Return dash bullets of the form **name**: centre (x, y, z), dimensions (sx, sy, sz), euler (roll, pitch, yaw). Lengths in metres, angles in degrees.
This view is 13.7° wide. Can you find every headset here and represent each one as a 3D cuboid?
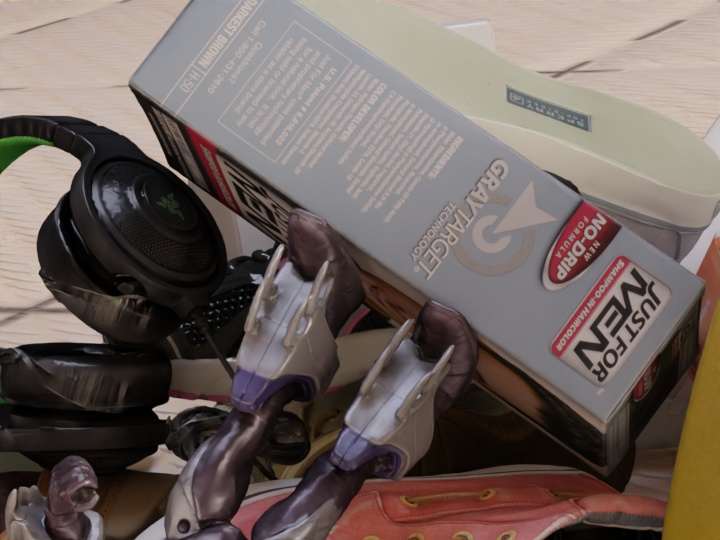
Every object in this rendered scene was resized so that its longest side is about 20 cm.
- **headset**: centre (-0.098, 0.021, 1.078), dimensions (0.200, 0.124, 0.094), euler (29, 19, 33)

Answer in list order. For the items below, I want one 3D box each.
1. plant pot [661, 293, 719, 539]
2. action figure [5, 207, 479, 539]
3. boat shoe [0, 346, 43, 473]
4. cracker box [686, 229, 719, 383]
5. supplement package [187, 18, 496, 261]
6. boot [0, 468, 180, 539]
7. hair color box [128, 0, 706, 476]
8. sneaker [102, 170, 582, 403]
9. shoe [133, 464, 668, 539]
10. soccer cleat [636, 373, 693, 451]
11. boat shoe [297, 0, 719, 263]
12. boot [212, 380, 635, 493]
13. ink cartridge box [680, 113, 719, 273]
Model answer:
- **plant pot**: centre (0.219, 0.031, 0.900), dimensions (0.200, 0.177, 0.200), euler (-11, 24, -18)
- **action figure**: centre (-0.043, 0.085, 0.951), dimensions (0.130, 0.200, 0.069), euler (28, -23, 9)
- **boat shoe**: centre (-0.153, 0.069, 1.253), dimensions (0.066, 0.075, 0.199), euler (-17, 3, 19)
- **cracker box**: centre (0.214, -0.013, 1.058), dimensions (0.200, 0.058, 0.134), euler (-25, -13, -8)
- **supplement package**: centre (-0.005, -0.017, 1.298), dimensions (0.121, 0.120, 0.200), euler (-7, -13, -7)
- **boot**: centre (-0.159, 0.122, 1.073), dimensions (0.166, 0.072, 0.200), euler (-10, 8, 18)
- **hair color box**: centre (0.021, -0.017, 1.037), dimensions (0.200, 0.061, 0.099), euler (35, -9, 13)
- **sneaker**: centre (0.000, 0.000, 1.134), dimensions (0.200, 0.087, 0.080), euler (-4, 5, 13)
- **shoe**: centre (0.017, 0.105, 1.006), dimensions (0.200, 0.072, 0.091), euler (-8, 6, -25)
- **soccer cleat**: centre (0.149, 0.039, 1.239), dimensions (0.200, 0.070, 0.086), euler (-8, 12, -8)
- **boat shoe**: centre (0.040, -0.044, 1.167), dimensions (0.200, 0.072, 0.070), euler (21, 33, -6)
- **boot**: centre (-0.008, 0.075, 1.162), dimensions (0.154, 0.072, 0.200), euler (4, 11, 39)
- **ink cartridge box**: centre (0.209, -0.002, 1.197), dimensions (0.200, 0.045, 0.176), euler (12, 47, 35)
